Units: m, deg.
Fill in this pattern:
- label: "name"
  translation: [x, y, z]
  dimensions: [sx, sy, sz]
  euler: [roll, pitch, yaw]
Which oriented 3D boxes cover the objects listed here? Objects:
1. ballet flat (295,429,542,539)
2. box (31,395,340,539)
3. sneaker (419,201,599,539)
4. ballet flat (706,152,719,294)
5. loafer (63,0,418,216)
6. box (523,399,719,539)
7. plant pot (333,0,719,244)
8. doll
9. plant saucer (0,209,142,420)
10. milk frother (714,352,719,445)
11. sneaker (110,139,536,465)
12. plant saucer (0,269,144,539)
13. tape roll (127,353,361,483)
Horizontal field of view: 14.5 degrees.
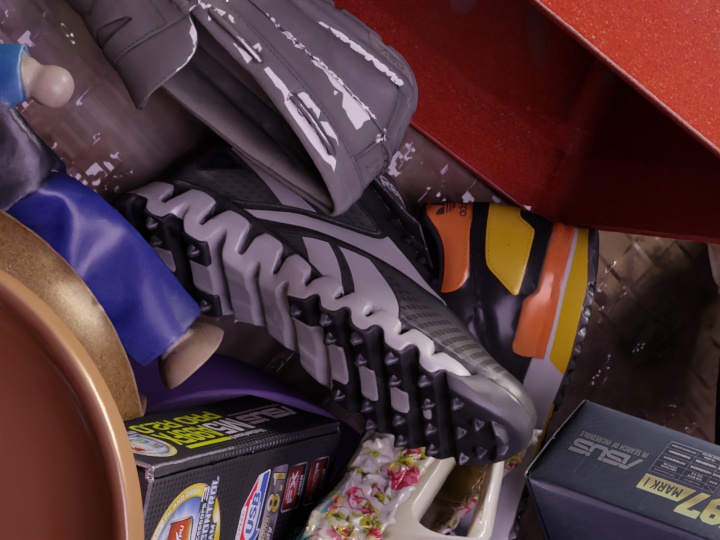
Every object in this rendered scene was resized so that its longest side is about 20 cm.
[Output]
- label: "ballet flat"
  translation: [0.012, 0.106, 1.091]
  dimensions: [0.076, 0.064, 0.200]
  euler: [86, 28, -46]
- label: "box"
  translation: [-0.078, 0.153, 1.052]
  dimensions: [0.160, 0.044, 0.201]
  euler: [-6, 110, -67]
- label: "sneaker"
  translation: [0.035, 0.063, 1.209]
  dimensions: [0.090, 0.070, 0.201]
  euler: [18, 106, 1]
- label: "ballet flat"
  translation: [0.187, 0.025, 1.138]
  dimensions: [0.071, 0.072, 0.201]
  euler: [-8, 77, -26]
- label: "loafer"
  translation: [-0.071, -0.096, 1.069]
  dimensions: [0.200, 0.070, 0.070]
  euler: [33, 61, -6]
- label: "box"
  translation: [0.172, 0.145, 1.121]
  dimensions: [0.051, 0.199, 0.158]
  euler: [-48, 138, -29]
- label: "plant pot"
  translation: [0.100, -0.137, 1.115]
  dimensions: [0.200, 0.200, 0.177]
  euler: [35, 76, -31]
- label: "doll"
  translation: [-0.149, -0.019, 1.056]
  dimensions: [0.136, 0.048, 0.200]
  euler: [-42, 97, 7]
- label: "plant saucer"
  translation: [-0.181, 0.064, 1.043]
  dimensions: [0.199, 0.035, 0.201]
  euler: [2, 109, 6]
- label: "milk frother"
  translation: [0.255, 0.052, 1.277]
  dimensions: [0.187, 0.181, 0.201]
  euler: [7, 132, 3]
- label: "sneaker"
  translation: [0.000, 0.000, 1.104]
  dimensions: [0.090, 0.200, 0.067]
  euler: [-44, 148, -27]
- label: "plant saucer"
  translation: [-0.158, 0.087, 0.979]
  dimensions: [0.037, 0.199, 0.201]
  euler: [-6, 110, -64]
- label: "tape roll"
  translation: [-0.075, 0.137, 1.162]
  dimensions: [0.199, 0.066, 0.201]
  euler: [-7, 107, -25]
